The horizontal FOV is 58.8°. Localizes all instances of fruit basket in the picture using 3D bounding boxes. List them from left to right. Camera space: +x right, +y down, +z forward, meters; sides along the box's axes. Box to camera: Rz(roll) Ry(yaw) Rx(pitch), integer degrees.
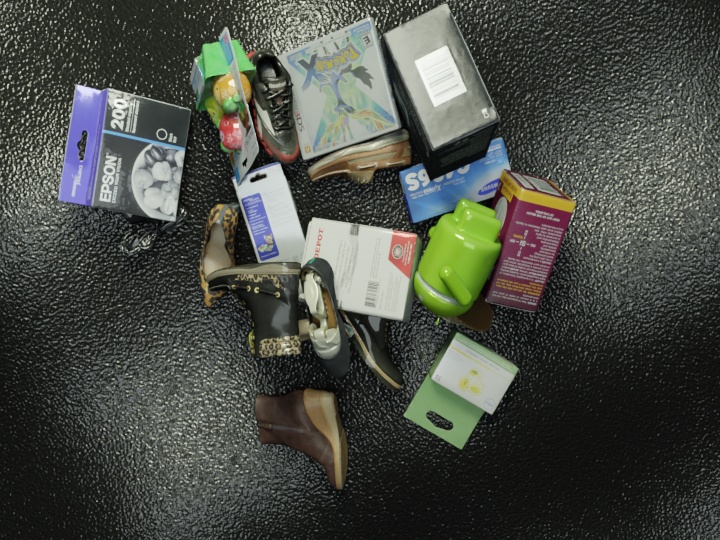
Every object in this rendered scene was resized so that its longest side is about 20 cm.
[{"bbox_3d":[-0.220,-0.261,1.058,0.091,0.185,0.207,-9,84,-23],"label":"fruit basket"}]

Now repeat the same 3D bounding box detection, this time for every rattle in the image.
[{"bbox_3d":[-0.112,0.068,1.159,0.196,0.129,0.147,-18,61,28],"label":"rattle"}]

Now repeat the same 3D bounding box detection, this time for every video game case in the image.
[{"bbox_3d":[-0.041,-0.309,1.108,0.195,0.022,0.188,-12,100,25],"label":"video game case"}]

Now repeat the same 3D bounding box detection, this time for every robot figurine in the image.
[{"bbox_3d":[0.161,-0.012,1.071,0.112,0.177,0.204,17,115,-12],"label":"robot figurine"}]

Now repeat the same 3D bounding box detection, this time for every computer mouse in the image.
[{"bbox_3d":[-0.418,-0.142,1.153,0.137,0.053,0.203,-35,106,-12],"label":"computer mouse"}]

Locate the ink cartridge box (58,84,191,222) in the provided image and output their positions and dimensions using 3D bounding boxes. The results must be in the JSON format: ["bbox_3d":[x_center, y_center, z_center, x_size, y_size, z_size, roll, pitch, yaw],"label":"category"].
[{"bbox_3d":[-0.404,-0.201,1.102,0.194,0.043,0.205,8,89,-22],"label":"ink cartridge box"}]

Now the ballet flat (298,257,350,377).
[{"bbox_3d":[-0.065,0.081,1.060,0.071,0.073,0.207,-10,88,1],"label":"ballet flat"}]

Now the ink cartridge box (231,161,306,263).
[{"bbox_3d":[-0.159,-0.088,1.173,0.096,0.039,0.206,-16,101,2],"label":"ink cartridge box"}]

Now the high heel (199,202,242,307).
[{"bbox_3d":[-0.259,-0.021,1.129,0.069,0.143,0.206,16,99,-3],"label":"high heel"}]

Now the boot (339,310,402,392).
[{"bbox_3d":[0.050,0.109,1.192,0.137,0.077,0.202,-38,99,1],"label":"boot"}]

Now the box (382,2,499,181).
[{"bbox_3d":[0.127,-0.278,1.041,0.115,0.200,0.202,-23,83,3],"label":"box"}]

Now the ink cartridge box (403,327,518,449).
[{"bbox_3d":[0.191,0.234,1.226,0.143,0.048,0.204,29,96,-6],"label":"ink cartridge box"}]

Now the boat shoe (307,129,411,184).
[{"bbox_3d":[0.001,-0.189,1.141,0.194,0.076,0.074,-18,102,4],"label":"boat shoe"}]

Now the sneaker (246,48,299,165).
[{"bbox_3d":[-0.148,-0.285,1.099,0.069,0.097,0.207,-19,95,-23],"label":"sneaker"}]

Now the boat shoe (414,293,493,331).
[{"bbox_3d":[0.159,0.049,1.194,0.197,0.063,0.075,33,72,-8],"label":"boat shoe"}]

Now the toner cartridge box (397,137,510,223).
[{"bbox_3d":[0.173,-0.164,1.161,0.194,0.043,0.098,-18,101,2],"label":"toner cartridge box"}]

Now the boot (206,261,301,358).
[{"bbox_3d":[-0.177,0.068,1.074,0.195,0.073,0.156,-7,89,29],"label":"boot"}]

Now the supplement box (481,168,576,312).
[{"bbox_3d":[0.277,-0.054,1.113,0.100,0.132,0.206,11,111,-8],"label":"supplement box"}]

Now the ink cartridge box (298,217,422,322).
[{"bbox_3d":[0.000,0.000,1.127,0.194,0.083,0.152,10,86,15],"label":"ink cartridge box"}]

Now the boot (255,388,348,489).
[{"bbox_3d":[-0.113,0.328,1.239,0.161,0.072,0.207,-7,101,13],"label":"boot"}]
